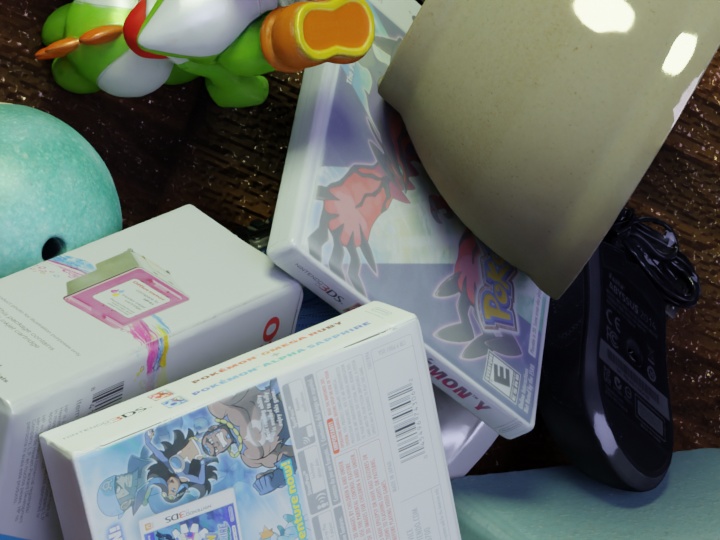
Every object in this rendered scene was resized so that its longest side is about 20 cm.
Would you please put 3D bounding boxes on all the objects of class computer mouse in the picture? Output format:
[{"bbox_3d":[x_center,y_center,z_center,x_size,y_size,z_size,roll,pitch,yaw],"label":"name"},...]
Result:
[{"bbox_3d":[0.132,0.041,1.477,0.138,0.052,0.201,45,36,-34],"label":"computer mouse"}]

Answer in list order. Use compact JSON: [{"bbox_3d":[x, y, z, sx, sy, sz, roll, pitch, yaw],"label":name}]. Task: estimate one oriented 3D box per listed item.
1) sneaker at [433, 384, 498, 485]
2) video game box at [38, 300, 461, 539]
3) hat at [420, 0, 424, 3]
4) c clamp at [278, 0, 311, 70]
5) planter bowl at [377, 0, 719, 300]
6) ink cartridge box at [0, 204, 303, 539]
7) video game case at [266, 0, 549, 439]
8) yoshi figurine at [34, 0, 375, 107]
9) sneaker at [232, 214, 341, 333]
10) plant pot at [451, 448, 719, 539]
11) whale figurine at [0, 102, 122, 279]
[{"bbox_3d":[0.019,0.080,1.446,0.085,0.073,0.200,42,73,-22],"label":"sneaker"},{"bbox_3d":[-0.040,0.138,1.237,0.181,0.047,0.201,-22,111,-28],"label":"video game box"},{"bbox_3d":[0.079,-0.206,1.427,0.081,0.199,0.202,-34,107,-63],"label":"hat"},{"bbox_3d":[-0.017,-0.188,1.429,0.201,0.027,0.171,67,28,-20],"label":"c clamp"},{"bbox_3d":[0.093,-0.106,1.337,0.134,0.200,0.201,31,74,2],"label":"planter bowl"},{"bbox_3d":[-0.131,0.071,1.287,0.199,0.084,0.145,-23,137,-45],"label":"ink cartridge box"},{"bbox_3d":[0.036,-0.041,1.384,0.182,0.023,0.201,37,46,-31],"label":"video game case"},{"bbox_3d":[-0.076,-0.133,1.347,0.112,0.199,0.113,29,65,-37],"label":"yoshi figurine"},{"bbox_3d":[0.000,0.000,1.448,0.199,0.078,0.090,-26,123,-31],"label":"sneaker"},{"bbox_3d":[0.160,0.226,1.413,0.195,0.200,0.198,-4,108,-28],"label":"plant pot"},{"bbox_3d":[-0.175,0.019,1.332,0.158,0.103,0.202,-7,103,-36],"label":"whale figurine"}]
